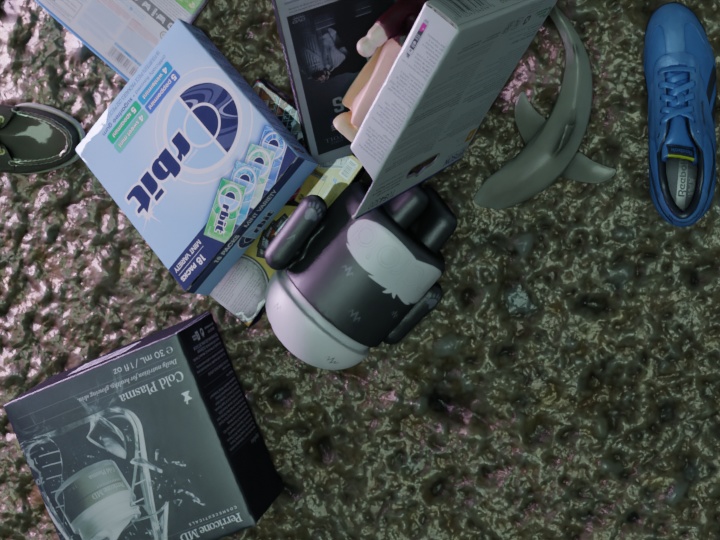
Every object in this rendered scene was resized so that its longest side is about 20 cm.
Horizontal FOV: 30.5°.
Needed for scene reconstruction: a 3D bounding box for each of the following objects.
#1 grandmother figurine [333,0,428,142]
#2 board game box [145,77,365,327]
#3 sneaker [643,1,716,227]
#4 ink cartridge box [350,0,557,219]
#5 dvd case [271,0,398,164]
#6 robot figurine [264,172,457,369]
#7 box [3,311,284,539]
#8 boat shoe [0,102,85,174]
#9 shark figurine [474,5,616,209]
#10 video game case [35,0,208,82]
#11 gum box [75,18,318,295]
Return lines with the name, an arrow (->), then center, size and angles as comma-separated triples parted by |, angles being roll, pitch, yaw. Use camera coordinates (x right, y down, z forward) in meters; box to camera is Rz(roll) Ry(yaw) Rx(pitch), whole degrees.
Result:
grandmother figurine -> 0.043, -0.198, 1.129 | 0.061, 0.121, 0.201 | 42, 123, 20
board game box -> -0.101, -0.066, 1.293 | 0.135, 0.035, 0.201 | 38, 102, 4
sneaker -> 0.290, -0.141, 1.189 | 0.065, 0.078, 0.203 | -2, 95, 13
ink cartridge box -> 0.072, -0.155, 1.123 | 0.043, 0.196, 0.201 | 41, 126, 13
dvd case -> 0.008, -0.192, 1.176 | 0.148, 0.025, 0.201 | -19, 138, -6
robot figurine -> -0.001, -0.001, 1.238 | 0.150, 0.125, 0.200 | 43, 102, 6
box -> -0.210, 0.175, 1.301 | 0.198, 0.124, 0.199 | -22, 94, 13
boat shoe -> -0.377, -0.135, 1.324 | 0.199, 0.060, 0.073 | 6, 98, 10
shark figurine -> 0.181, -0.153, 1.204 | 0.126, 0.089, 0.218 | 10, 101, 8
video game case -> -0.210, -0.301, 1.294 | 0.143, 0.018, 0.201 | 40, 102, 4
gum box -> -0.160, -0.108, 1.259 | 0.170, 0.044, 0.200 | -48, 65, 14
